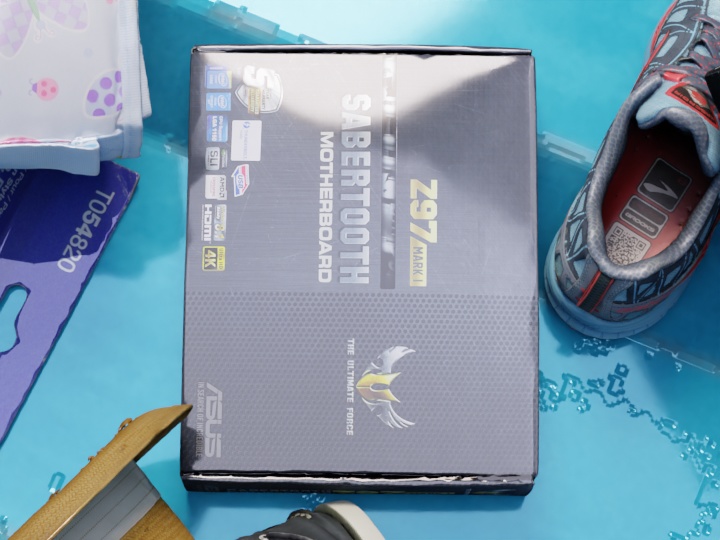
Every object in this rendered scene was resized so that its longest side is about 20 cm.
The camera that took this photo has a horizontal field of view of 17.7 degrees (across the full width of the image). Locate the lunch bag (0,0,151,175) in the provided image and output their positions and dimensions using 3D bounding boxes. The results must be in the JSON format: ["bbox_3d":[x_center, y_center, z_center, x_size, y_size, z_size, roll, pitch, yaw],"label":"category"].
[{"bbox_3d":[-0.181,-0.131,0.995,0.169,0.127,0.200,-2,59,-10],"label":"lunch bag"}]

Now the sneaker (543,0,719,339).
[{"bbox_3d":[0.152,-0.063,1.027,0.079,0.096,0.200,25,79,5],"label":"sneaker"}]

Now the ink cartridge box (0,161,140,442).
[{"bbox_3d":[-0.231,-0.006,1.041,0.200,0.041,0.200,25,78,5],"label":"ink cartridge box"}]

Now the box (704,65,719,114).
[{"bbox_3d":[0.257,-0.065,0.912,0.200,0.149,0.124,-24,91,3],"label":"box"}]

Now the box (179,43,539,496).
[{"bbox_3d":[0.000,0.000,1.035,0.157,0.051,0.200,2,78,-1],"label":"box"}]

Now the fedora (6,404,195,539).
[{"bbox_3d":[-0.122,0.143,0.939,0.201,0.201,0.082,-44,91,-9],"label":"fedora"}]

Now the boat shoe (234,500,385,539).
[{"bbox_3d":[-0.004,0.153,0.933,0.066,0.199,0.075,-3,117,-23],"label":"boat shoe"}]
